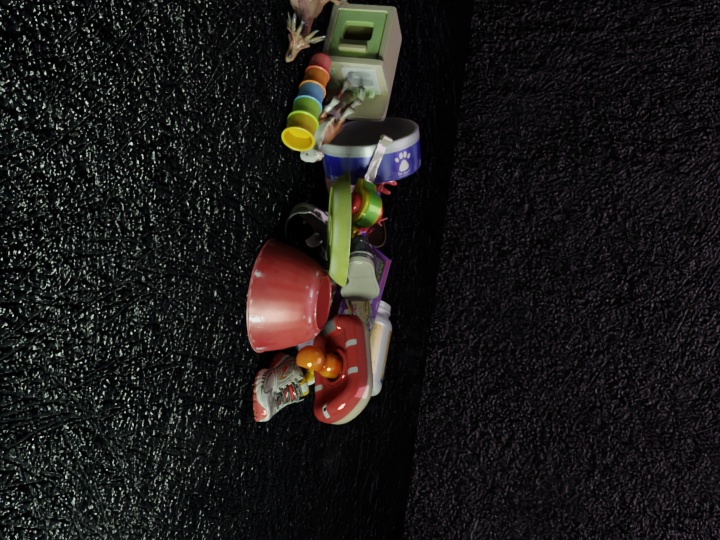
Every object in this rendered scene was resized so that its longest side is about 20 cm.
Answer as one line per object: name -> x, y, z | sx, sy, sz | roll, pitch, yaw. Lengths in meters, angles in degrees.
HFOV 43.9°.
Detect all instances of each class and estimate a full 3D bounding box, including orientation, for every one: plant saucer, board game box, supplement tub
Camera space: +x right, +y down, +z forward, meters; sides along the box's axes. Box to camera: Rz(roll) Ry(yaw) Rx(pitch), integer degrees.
plant saucer -> -0.039, -0.072, 1.561 | 0.200, 0.031, 0.202 | -177, -90, -84
plant saucer -> -0.021, -0.128, 1.855 | 0.200, 0.037, 0.201 | 43, 28, -30
board game box -> -0.003, 0.047, 1.765 | 0.120, 0.032, 0.202 | 35, 63, -43
supplement tub -> -0.008, 0.168, 2.000 | 0.145, 0.143, 0.202 | 64, 35, -67

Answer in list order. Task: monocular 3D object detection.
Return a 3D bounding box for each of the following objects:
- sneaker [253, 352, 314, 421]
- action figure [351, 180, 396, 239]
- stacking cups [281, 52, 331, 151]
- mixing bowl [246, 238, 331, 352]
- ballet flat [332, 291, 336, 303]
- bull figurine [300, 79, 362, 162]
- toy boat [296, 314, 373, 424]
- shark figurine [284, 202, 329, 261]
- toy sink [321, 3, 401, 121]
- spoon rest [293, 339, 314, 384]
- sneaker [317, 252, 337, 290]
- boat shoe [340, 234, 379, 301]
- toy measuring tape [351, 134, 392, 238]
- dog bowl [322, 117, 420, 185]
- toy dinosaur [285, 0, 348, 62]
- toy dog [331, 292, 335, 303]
sneaker -> -0.137, 0.205, 1.592 | 0.200, 0.081, 0.079 | -55, 149, -63
action figure -> 0.013, -0.093, 1.722 | 0.201, 0.051, 0.065 | -59, -172, -28
stacking cups -> -0.093, -0.309, 1.592 | 0.061, 0.060, 0.202 | 77, 20, -56
mixing bowl -> -0.114, 0.050, 1.558 | 0.200, 0.107, 0.202 | 7, 90, -78
ballet flat -> -0.039, 0.133, 1.793 | 0.067, 0.062, 0.202 | 20, 74, -38
bull figurine -> -0.060, -0.277, 1.667 | 0.121, 0.065, 0.201 | -43, -163, 26
toy boat -> -0.058, 0.170, 1.589 | 0.130, 0.130, 0.202 | 19, 53, -36
shark figurine -> -0.071, -0.098, 1.690 | 0.214, 0.089, 0.129 | 44, 34, -55
toy sink -> -0.004, -0.412, 1.754 | 0.112, 0.129, 0.202 | 66, 34, -66
spoon rest -> -0.103, 0.146, 1.747 | 0.100, 0.060, 0.201 | -54, 152, -45
sneaker -> -0.068, 0.006, 1.794 | 0.200, 0.075, 0.081 | -41, 174, -43
boat shoe -> 0.000, 0.000, 1.640 | 0.200, 0.072, 0.063 | 92, -1, -66
toy measuring tape -> 0.022, -0.149, 1.641 | 0.202, 0.073, 0.074 | -66, 168, 5
dog bowl -> 0.020, -0.239, 1.769 | 0.200, 0.198, 0.080 | -60, 146, -60
toy dinosaur -> -0.092, -0.449, 1.464 | 0.201, 0.085, 0.136 | 74, 32, -46
toy dog -> -0.029, -0.021, 1.915 | 0.132, 0.095, 0.202 | 59, 39, -70
